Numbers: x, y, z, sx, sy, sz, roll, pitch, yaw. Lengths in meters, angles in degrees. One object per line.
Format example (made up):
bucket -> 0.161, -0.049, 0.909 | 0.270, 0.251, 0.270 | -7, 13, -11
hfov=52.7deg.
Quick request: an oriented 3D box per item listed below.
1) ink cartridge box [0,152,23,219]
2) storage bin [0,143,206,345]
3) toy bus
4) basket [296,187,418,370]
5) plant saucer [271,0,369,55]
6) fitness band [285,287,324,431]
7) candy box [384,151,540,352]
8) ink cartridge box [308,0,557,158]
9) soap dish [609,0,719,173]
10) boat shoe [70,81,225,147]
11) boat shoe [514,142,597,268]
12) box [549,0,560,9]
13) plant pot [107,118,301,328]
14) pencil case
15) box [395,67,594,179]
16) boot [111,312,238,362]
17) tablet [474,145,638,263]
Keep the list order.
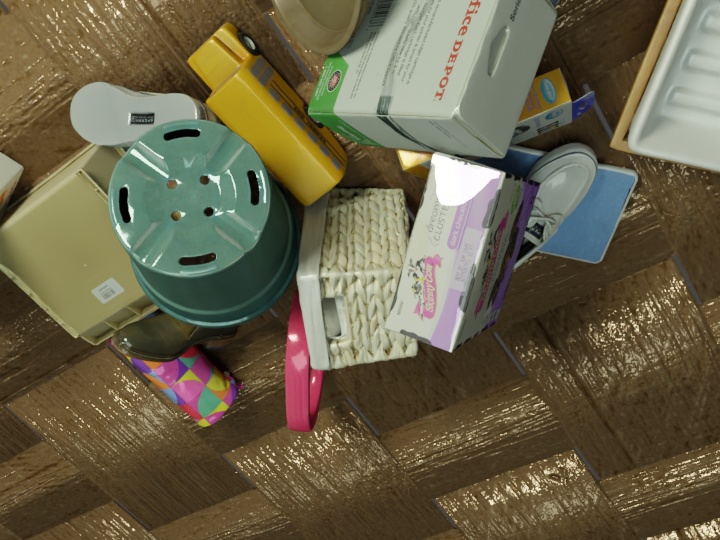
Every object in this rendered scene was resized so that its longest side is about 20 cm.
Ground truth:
ink cartridge box -> -0.526, -0.066, 0.854 | 0.144, 0.201, 0.147 | 32, 122, -17
storage bin -> -0.330, -0.031, 0.919 | 0.199, 0.094, 0.199 | -28, 117, 23
toy bus -> -0.103, -0.171, 0.804 | 0.065, 0.079, 0.200 | -33, 114, 25
basket -> 0.000, 0.000, 0.840 | 0.122, 0.201, 0.136 | -5, 124, 3
plant saucer -> -0.045, -0.302, 0.668 | 0.029, 0.200, 0.201 | -23, 127, -24
fitness band -> -0.070, 0.118, 0.955 | 0.037, 0.144, 0.201 | 3, 125, 3
candy box -> 0.109, -0.021, 0.731 | 0.071, 0.200, 0.169 | 20, 101, 20
ink cartridge box -> 0.061, -0.190, 0.670 | 0.083, 0.199, 0.148 | 25, 85, -42
soap dish -> 0.357, -0.203, 0.726 | 0.156, 0.081, 0.201 | 12, 125, -1
boat shoe -> -0.240, -0.171, 0.824 | 0.199, 0.070, 0.072 | 7, 92, 27
boat shoe -> 0.199, -0.056, 0.837 | 0.073, 0.066, 0.200 | 28, 123, -12
box -> 0.131, -0.369, 0.619 | 0.195, 0.124, 0.201 | 24, 123, -11
plant pot -> -0.161, -0.051, 0.746 | 0.198, 0.196, 0.202 | 1, 80, -4
pencil case -> -0.259, 0.132, 1.027 | 0.088, 0.089, 0.200 | -28, 119, 23
box -> 0.142, -0.152, 0.761 | 0.199, 0.119, 0.042 | -22, 86, 16
boot -> -0.219, 0.054, 0.925 | 0.075, 0.200, 0.097 | 45, 114, 20
tablet -> 0.212, -0.081, 0.866 | 0.198, 0.014, 0.131 | 12, 125, 0
